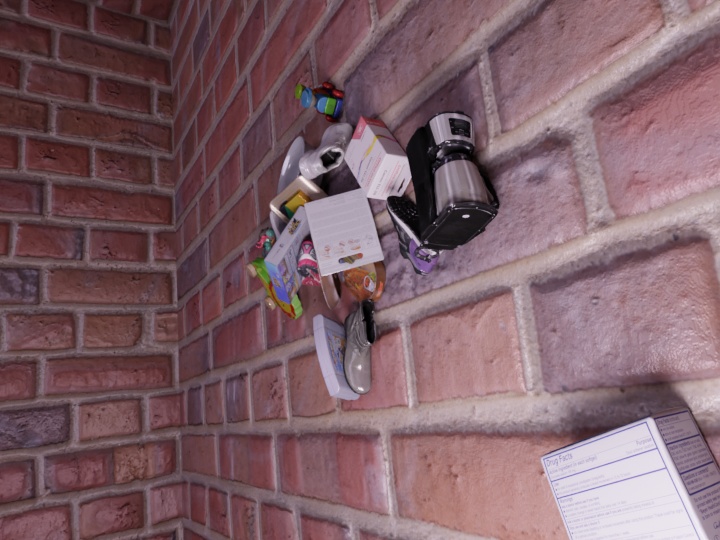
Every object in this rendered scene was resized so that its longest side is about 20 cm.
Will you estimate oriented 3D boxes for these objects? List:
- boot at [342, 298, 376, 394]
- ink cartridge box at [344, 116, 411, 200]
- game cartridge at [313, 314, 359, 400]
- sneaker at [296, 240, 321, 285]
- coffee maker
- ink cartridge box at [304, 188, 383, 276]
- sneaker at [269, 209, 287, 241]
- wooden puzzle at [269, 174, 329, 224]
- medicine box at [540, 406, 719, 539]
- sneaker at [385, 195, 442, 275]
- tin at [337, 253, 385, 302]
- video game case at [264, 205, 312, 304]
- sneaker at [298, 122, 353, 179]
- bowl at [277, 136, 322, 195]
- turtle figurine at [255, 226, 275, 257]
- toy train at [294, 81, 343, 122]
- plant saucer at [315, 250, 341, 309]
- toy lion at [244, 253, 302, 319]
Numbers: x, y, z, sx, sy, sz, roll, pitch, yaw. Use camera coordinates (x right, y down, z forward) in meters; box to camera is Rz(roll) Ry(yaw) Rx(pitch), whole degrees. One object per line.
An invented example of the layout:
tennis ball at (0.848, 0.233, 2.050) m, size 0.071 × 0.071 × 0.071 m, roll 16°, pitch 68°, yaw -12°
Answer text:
boot at (0.003, 0.180, 1.221) m, size 0.131 × 0.065 × 0.208 m, roll 134°, pitch 133°, yaw -65°
ink cartridge box at (0.040, -0.250, 1.211) m, size 0.118 × 0.066 × 0.203 m, roll -62°, pitch 40°, yaw 34°
game cartridge at (-0.062, 0.213, 1.294) m, size 0.040 × 0.133 × 0.206 m, roll -23°, pitch 63°, yaw 14°
sneaker at (-0.124, -0.010, 1.405) m, size 0.201 × 0.077 × 0.077 m, roll 87°, pitch -177°, yaw -70°
coffee maker at (0.145, -0.156, 0.961) m, size 0.189 × 0.132 × 0.207 m, roll -28°, pitch 57°, yaw 38°
ink cartridge box at (-0.040, -0.088, 1.252) m, size 0.048 × 0.154 × 0.206 m, roll 85°, pitch 170°, yaw -65°
sneaker at (-0.226, -0.089, 1.534) m, size 0.080 × 0.074 × 0.205 m, roll -4°, pitch 121°, yaw 36°
wooden puzzle at (-0.143, -0.152, 1.411) m, size 0.198 × 0.184 × 0.038 m, roll -26°, pitch 28°, yaw 51°
medicine box at (0.353, 0.302, 0.647) m, size 0.182 × 0.100 × 0.206 m, roll -46°, pitch 51°, yaw 46°
sneaker at (0.097, -0.074, 1.110) m, size 0.203 × 0.073 × 0.089 m, roll 61°, pitch 142°, yaw 39°
tin at (0.000, 0.000, 1.290) m, size 0.200 × 0.041 × 0.116 m, roll 44°, pitch 128°, yaw 50°
video game case at (-0.178, -0.038, 1.398) m, size 0.202 × 0.044 × 0.185 m, roll 85°, pitch -151°, yaw -59°
sneaker at (-0.064, -0.303, 1.318) m, size 0.097 × 0.079 × 0.202 m, roll 6°, pitch 51°, yaw 44°
bowl at (-0.166, -0.272, 1.504) m, size 0.201 × 0.088 × 0.208 m, roll -42°, pitch 41°, yaw 50°
turtle figurine at (-0.279, -0.097, 1.669) m, size 0.153 × 0.099 × 0.199 m, roll -63°, pitch 11°, yaw -16°
toy train at (-0.135, -0.493, 1.463) m, size 0.201 × 0.112 × 0.087 m, roll 51°, pitch 128°, yaw 46°
plant saucer at (-0.080, -0.005, 1.338) m, size 0.200 × 0.031 × 0.208 m, roll -13°, pitch -89°, yaw -86°
toy lion at (-0.256, 0.055, 1.601) m, size 0.189 × 0.068 × 0.204 m, roll 8°, pitch 130°, yaw 56°
